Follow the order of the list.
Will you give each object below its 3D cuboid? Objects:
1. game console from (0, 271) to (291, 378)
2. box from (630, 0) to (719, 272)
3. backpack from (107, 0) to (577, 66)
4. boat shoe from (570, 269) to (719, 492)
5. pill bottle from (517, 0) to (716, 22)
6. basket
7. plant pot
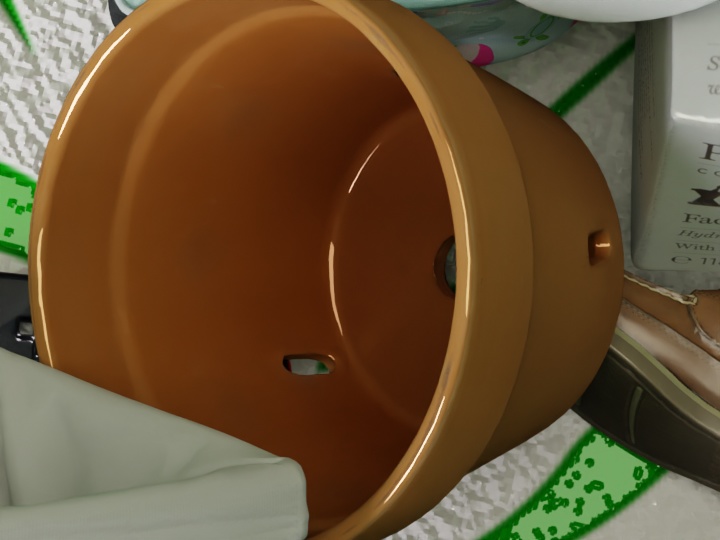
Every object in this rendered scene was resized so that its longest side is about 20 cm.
[{"bbox_3d":[-0.121,0.103,0.931,0.176,0.031,0.201,6,82,2],"label":"game console"},{"bbox_3d":[0.203,-0.108,0.875,0.198,0.131,0.201,3,66,3],"label":"box"},{"bbox_3d":[0.003,-0.165,0.906,0.199,0.151,0.178,0,72,-3],"label":"backpack"},{"bbox_3d":[0.137,0.041,0.916,0.200,0.072,0.068,36,70,6],"label":"boat shoe"},{"bbox_3d":[0.082,-0.192,0.789,0.113,0.113,0.201,-1,66,2],"label":"pill bottle"},{"bbox_3d":[-0.128,0.106,0.772,0.135,0.200,0.124,-5,103,-39],"label":"basket"},{"bbox_3d":[0.000,0.000,0.849,0.200,0.140,0.201,-1,89,39],"label":"plant pot"}]
